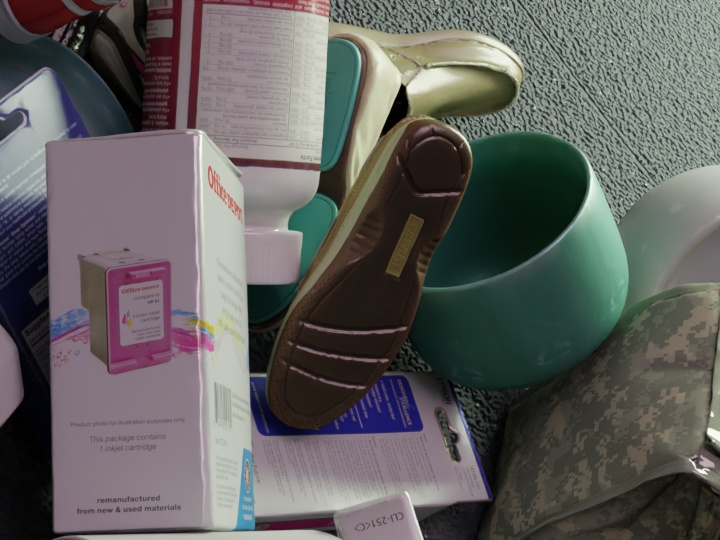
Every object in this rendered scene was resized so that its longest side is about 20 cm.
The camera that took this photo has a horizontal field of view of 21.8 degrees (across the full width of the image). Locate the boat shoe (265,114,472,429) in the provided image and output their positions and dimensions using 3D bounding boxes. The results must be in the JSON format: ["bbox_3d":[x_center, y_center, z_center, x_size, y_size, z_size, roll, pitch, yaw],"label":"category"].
[{"bbox_3d":[0.000,0.000,1.124,0.072,0.076,0.200,31,90,-24],"label":"boat shoe"}]

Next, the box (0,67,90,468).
[{"bbox_3d":[-0.171,-0.001,1.047,0.121,0.032,0.200,-48,122,-47],"label":"box"}]

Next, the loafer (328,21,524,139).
[{"bbox_3d":[0.031,-0.129,1.334,0.199,0.076,0.068,0,60,-26],"label":"loafer"}]

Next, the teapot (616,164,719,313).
[{"bbox_3d":[0.253,0.004,1.352,0.200,0.197,0.146,58,-4,-28],"label":"teapot"}]

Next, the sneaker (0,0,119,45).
[{"bbox_3d":[-0.150,-0.231,1.065,0.071,0.112,0.201,28,59,-50],"label":"sneaker"}]

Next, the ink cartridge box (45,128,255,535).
[{"bbox_3d":[-0.107,0.037,0.984,0.084,0.145,0.201,-2,81,5],"label":"ink cartridge box"}]

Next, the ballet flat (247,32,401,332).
[{"bbox_3d":[-0.025,-0.052,1.196,0.069,0.069,0.201,22,89,-24],"label":"ballet flat"}]

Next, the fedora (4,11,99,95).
[{"bbox_3d":[-0.245,-0.178,1.122,0.200,0.091,0.201,-3,93,-53],"label":"fedora"}]

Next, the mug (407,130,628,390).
[{"bbox_3d":[0.086,-0.003,1.207,0.152,0.185,0.115,-36,125,-11],"label":"mug"}]

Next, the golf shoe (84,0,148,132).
[{"bbox_3d":[-0.086,-0.105,1.209,0.200,0.092,0.073,29,43,-21],"label":"golf shoe"}]

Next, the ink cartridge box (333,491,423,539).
[{"bbox_3d":[0.031,0.233,0.985,0.045,0.200,0.177,-15,65,-4],"label":"ink cartridge box"}]

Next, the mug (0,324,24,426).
[{"bbox_3d":[-0.265,0.053,0.941,0.153,0.187,0.149,44,14,-8],"label":"mug"}]

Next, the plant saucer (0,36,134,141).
[{"bbox_3d":[-0.196,-0.038,1.072,0.200,0.027,0.201,17,68,-51],"label":"plant saucer"}]

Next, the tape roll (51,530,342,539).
[{"bbox_3d":[-0.078,0.226,0.892,0.139,0.203,0.203,5,57,-35],"label":"tape roll"}]

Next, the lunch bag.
[{"bbox_3d":[0.174,0.118,1.168,0.117,0.200,0.164,33,44,-13],"label":"lunch bag"}]

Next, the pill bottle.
[{"bbox_3d":[-0.076,-0.095,1.121,0.109,0.109,0.201,1,94,-37],"label":"pill bottle"}]

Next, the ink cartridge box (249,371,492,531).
[{"bbox_3d":[-0.016,0.110,1.147,0.199,0.037,0.095,0,59,-35],"label":"ink cartridge box"}]
